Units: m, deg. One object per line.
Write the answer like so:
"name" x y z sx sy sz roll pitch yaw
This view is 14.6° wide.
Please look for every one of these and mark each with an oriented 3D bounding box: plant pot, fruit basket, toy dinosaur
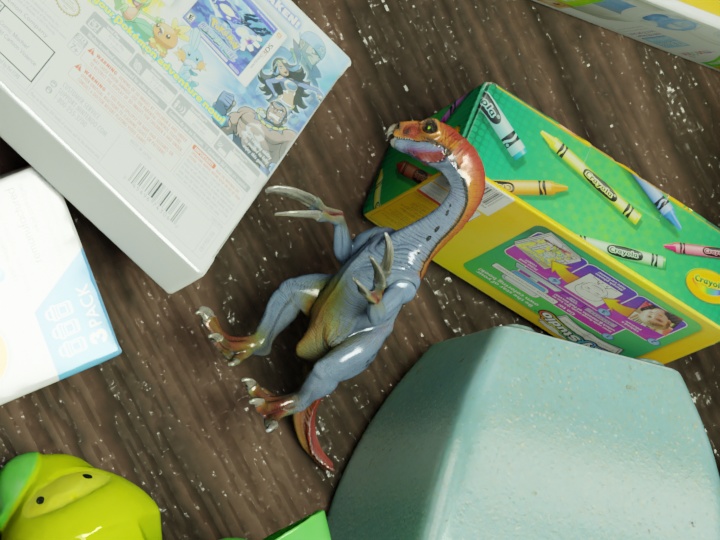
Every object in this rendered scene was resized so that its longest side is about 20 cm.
"plant pot" 0.093 0.142 1.580 0.195 0.196 0.201 15 77 -18
"fruit basket" -0.124 0.177 1.503 0.214 0.155 0.217 4 76 -17
"toy dinosaur" 0.000 0.000 1.552 0.181 0.200 0.105 -34 64 4

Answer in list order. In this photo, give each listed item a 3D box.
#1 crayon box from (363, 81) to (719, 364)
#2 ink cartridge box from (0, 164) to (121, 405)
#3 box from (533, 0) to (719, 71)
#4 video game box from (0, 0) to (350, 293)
"crayon box" 0.116 -0.019 1.614 0.199 0.119 0.058 31 64 -16
"ink cartridge box" -0.245 0.030 1.520 0.199 0.068 0.116 -23 96 -18
"box" 0.194 -0.188 1.651 0.199 0.112 0.102 19 84 -19
"video game box" -0.123 -0.119 1.543 0.200 0.047 0.183 44 55 -14
